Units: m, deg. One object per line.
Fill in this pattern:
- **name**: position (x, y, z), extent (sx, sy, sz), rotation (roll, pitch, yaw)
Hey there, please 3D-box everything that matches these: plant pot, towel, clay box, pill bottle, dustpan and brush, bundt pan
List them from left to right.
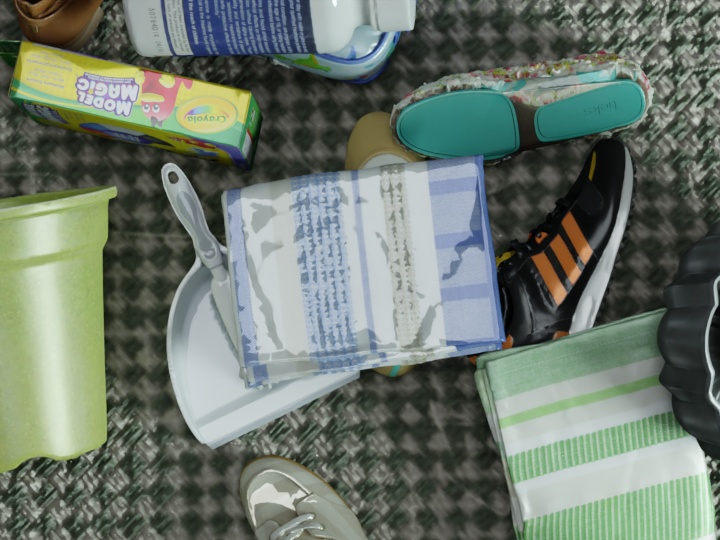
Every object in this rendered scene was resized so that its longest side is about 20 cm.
- **plant pot**: position (-0.259, 0.045, 1.563), extent (0.199, 0.200, 0.186), rotation (-9, 95, 0)
- **clay box**: position (-0.176, -0.123, 1.604), extent (0.199, 0.115, 0.048), rotation (12, 85, 3)
- **dustpan and brush**: position (-0.099, 0.014, 1.614), extent (0.139, 0.057, 0.201), rotation (-26, 84, -1)
- **pill bottle**: position (-0.062, -0.208, 1.531), extent (0.198, 0.111, 0.112), rotation (-1, 84, 6)
- **towel**: position (0.000, 0.000, 1.572), extent (0.199, 0.024, 0.148), rotation (-8, 86, 8)
- **towel**: position (0.175, 0.140, 1.582), extent (0.152, 0.023, 0.201), rotation (-14, 102, -2)
- **bundt pan**: position (0.286, 0.051, 1.558), extent (0.201, 0.076, 0.203), rotation (0, 90, -40)

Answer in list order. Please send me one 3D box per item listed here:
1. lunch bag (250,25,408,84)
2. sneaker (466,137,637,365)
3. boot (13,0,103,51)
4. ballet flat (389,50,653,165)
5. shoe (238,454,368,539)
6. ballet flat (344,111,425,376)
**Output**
- **lunch bag**: position (-0.024, -0.248, 1.630), extent (0.160, 0.082, 0.201), rotation (17, 84, 6)
- **sneaker**: position (0.139, -0.010, 1.602), extent (0.089, 0.070, 0.201), rotation (17, 86, -6)
- **boot**: position (-0.202, -0.261, 1.599), extent (0.076, 0.155, 0.201), rotation (28, 85, 4)
- **ballet flat**: position (0.118, -0.124, 1.626), extent (0.198, 0.064, 0.076), rotation (-5, 120, -3)
- **shoe**: position (-0.018, 0.217, 1.593), extent (0.070, 0.053, 0.200), rotation (-38, 84, -3)
- **ballet flat**: position (0.026, -0.023, 1.614), extent (0.068, 0.063, 0.201), rotation (-5, 84, -6)
